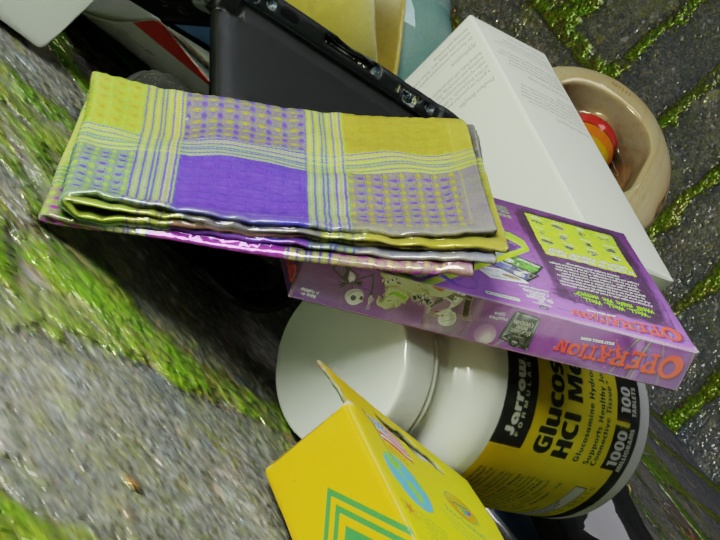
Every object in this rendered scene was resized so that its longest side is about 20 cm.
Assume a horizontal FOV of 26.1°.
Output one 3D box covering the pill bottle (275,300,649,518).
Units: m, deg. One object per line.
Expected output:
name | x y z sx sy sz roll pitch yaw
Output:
pill bottle | 0.054 0.064 0.806 0.200 0.113 0.113 18 29 -47

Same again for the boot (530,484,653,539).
boot | 0.167 0.186 0.977 0.200 0.073 0.151 30 32 -47

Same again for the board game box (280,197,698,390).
board game box | 0.054 -0.004 0.754 0.199 0.032 0.120 15 22 -17

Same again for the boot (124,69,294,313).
boot | -0.057 -0.017 0.855 0.200 0.070 0.132 29 21 -35

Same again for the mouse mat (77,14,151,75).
mouse mat | -0.200 -0.199 1.085 0.200 0.008 0.161 45 10 -22

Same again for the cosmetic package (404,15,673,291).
cosmetic package | 0.093 -0.046 0.963 0.085 0.108 0.200 18 40 -45

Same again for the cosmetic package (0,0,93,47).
cosmetic package | -0.202 -0.269 0.846 0.200 0.166 0.167 54 10 35

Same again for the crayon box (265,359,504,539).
crayon box | 0.033 0.139 0.638 0.127 0.051 0.200 43 11 -38

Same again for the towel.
towel | -0.035 -0.048 0.712 0.199 0.023 0.144 7 30 -3

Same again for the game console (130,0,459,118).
game console | -0.041 -0.078 0.894 0.200 0.117 0.176 29 -10 -41

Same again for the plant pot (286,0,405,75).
plant pot | -0.047 -0.215 1.019 0.200 0.141 0.201 3 90 -84

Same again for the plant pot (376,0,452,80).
plant pot | -0.015 -0.129 1.193 0.200 0.200 0.135 23 53 -71

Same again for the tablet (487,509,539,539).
tablet | 0.056 0.111 1.008 0.200 0.014 0.130 49 9 5

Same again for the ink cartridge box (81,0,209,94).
ink cartridge box | -0.123 -0.138 1.025 0.200 0.057 0.163 57 10 29

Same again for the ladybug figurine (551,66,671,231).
ladybug figurine | 0.147 -0.069 1.100 0.136 0.072 0.200 38 41 3
